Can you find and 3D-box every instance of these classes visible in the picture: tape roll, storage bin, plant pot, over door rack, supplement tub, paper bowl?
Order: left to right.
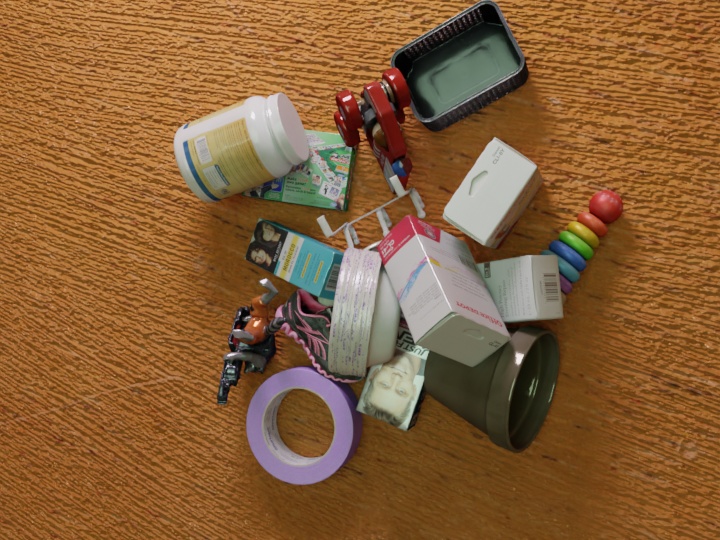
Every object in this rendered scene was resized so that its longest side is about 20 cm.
[{"bbox_3d":[-0.204,-0.214,1.441,0.199,0.145,0.146,-18,85,15],"label":"supplement tub"},{"bbox_3d":[-0.099,0.272,1.477,0.199,0.066,0.202,0,90,15],"label":"tape roll"},{"bbox_3d":[0.012,0.070,1.330,0.104,0.201,0.202,9,92,2],"label":"paper bowl"},{"bbox_3d":[0.026,-0.085,1.373,0.147,0.200,0.067,-29,83,11],"label":"over door rack"},{"bbox_3d":[0.167,-0.339,1.395,0.199,0.094,0.136,-27,83,14],"label":"storage bin"},{"bbox_3d":[0.203,0.171,1.342,0.173,0.200,0.202,14,93,31],"label":"plant pot"}]

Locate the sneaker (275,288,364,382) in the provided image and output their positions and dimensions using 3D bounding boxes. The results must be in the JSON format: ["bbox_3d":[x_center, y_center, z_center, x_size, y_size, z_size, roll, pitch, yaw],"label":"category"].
[{"bbox_3d":[-0.060,0.109,1.447,0.200,0.079,0.096,41,127,11],"label":"sneaker"}]

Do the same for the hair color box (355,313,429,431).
[{"bbox_3d":[0.074,0.162,1.432,0.099,0.060,0.201,20,95,15],"label":"hair color box"}]

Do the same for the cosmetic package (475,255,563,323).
[{"bbox_3d":[0.222,0.036,1.333,0.199,0.074,0.103,-12,80,50],"label":"cosmetic package"}]

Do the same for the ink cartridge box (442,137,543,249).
[{"bbox_3d":[0.215,-0.115,1.323,0.083,0.200,0.146,35,99,13],"label":"ink cartridge box"}]

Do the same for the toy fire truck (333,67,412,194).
[{"bbox_3d":[0.040,-0.224,1.377,0.112,0.200,0.169,-26,83,-7],"label":"toy fire truck"}]

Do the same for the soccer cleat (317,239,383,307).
[{"bbox_3d":[0.000,0.000,1.445,0.200,0.078,0.070,-36,80,12],"label":"soccer cleat"}]

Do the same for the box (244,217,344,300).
[{"bbox_3d":[-0.112,-0.022,1.453,0.199,0.049,0.083,24,96,38],"label":"box"}]

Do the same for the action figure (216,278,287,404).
[{"bbox_3d":[-0.185,0.137,1.446,0.104,0.194,0.201,10,58,-1],"label":"action figure"}]

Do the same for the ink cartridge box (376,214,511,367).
[{"bbox_3d":[0.124,0.030,1.264,0.086,0.147,0.201,-41,46,26],"label":"ink cartridge box"}]

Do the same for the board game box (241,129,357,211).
[{"bbox_3d":[-0.110,-0.187,1.504,0.199,0.029,0.136,10,91,16],"label":"board game box"}]

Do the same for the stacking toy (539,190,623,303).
[{"bbox_3d":[0.351,-0.046,1.351,0.085,0.085,0.201,37,94,13],"label":"stacking toy"}]
